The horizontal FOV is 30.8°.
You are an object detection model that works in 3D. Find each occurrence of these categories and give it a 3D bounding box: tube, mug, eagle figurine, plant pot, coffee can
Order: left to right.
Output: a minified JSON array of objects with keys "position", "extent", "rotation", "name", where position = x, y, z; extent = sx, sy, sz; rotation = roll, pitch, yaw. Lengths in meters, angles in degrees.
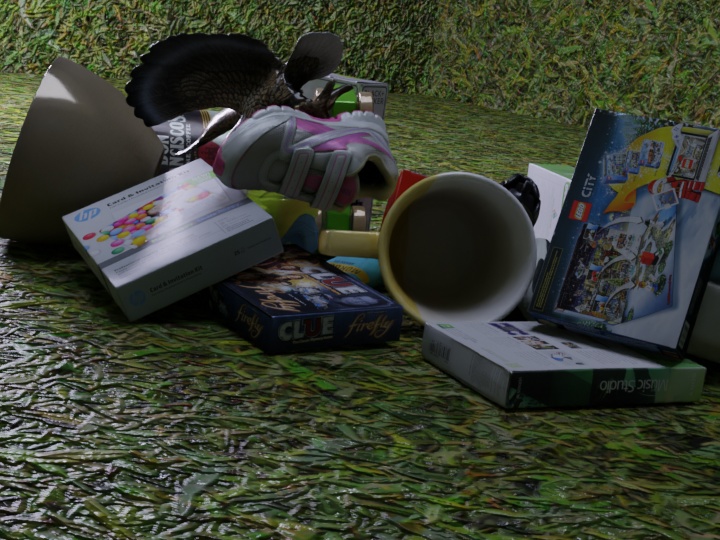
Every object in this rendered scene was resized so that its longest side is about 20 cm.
[{"position":[-0.285,-0.108,1.382],"extent":[0.134,0.201,0.200],"rotation":[19,11,-6],"name":"plant pot"},{"position":[-0.182,-0.119,1.554],"extent":[0.199,0.147,0.146],"rotation":[3,13,-17],"name":"coffee can"},{"position":[-0.118,-0.169,1.328],"extent":[0.200,0.152,0.151],"rotation":[14,26,28],"name":"eagle figurine"},{"position":[0.000,0.000,1.370],"extent":[0.077,0.051,0.200],"rotation":[3,15,31],"name":"tube"},{"position":[0.069,-0.031,1.280],"extent":[0.186,0.150,0.153],"rotation":[36,0,-6],"name":"mug"}]

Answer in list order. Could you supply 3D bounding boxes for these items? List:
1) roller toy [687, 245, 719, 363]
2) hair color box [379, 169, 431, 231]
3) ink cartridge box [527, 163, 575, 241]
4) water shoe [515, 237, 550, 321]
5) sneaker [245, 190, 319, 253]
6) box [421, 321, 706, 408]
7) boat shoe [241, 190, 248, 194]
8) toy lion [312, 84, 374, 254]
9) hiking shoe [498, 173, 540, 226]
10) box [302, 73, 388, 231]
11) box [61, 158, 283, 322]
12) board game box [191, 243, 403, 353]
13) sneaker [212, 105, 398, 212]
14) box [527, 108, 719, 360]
[{"position":[0.307,-0.001,1.237],"extent":[0.182,0.140,0.200],"rotation":[24,6,33],"name":"roller toy"},{"position":[0.081,-0.065,1.517],"extent":[0.101,0.061,0.200],"rotation":[15,-5,-2],"name":"hair color box"},{"position":[0.278,-0.073,1.708],"extent":[0.059,0.104,0.200],"rotation":[3,13,-16],"name":"ink cartridge box"},{"position":[0.163,0.022,1.346],"extent":[0.079,0.072,0.200],"rotation":[-19,8,15],"name":"water shoe"},{"position":[-0.128,-0.017,1.326],"extent":[0.200,0.105,0.076],"rotation":[-22,33,-1],"name":"sneaker"},{"position":[0.172,0.078,1.121],"extent":[0.199,0.036,0.144],"rotation":[0,14,-26],"name":"box"},{"position":[-0.173,-0.049,1.407],"extent":[0.200,0.074,0.066],"rotation":[-29,73,-43],"name":"boat shoe"},{"position":[-0.032,-0.113,1.483],"extent":[0.068,0.201,0.192],"rotation":[2,14,-7],"name":"toy lion"},{"position":[0.178,-0.060,1.528],"extent":[0.076,0.101,0.200],"rotation":[31,2,-1],"name":"hiking shoe"},{"position":[-0.037,-0.143,1.621],"extent":[0.116,0.201,0.060],"rotation":[15,14,36],"name":"box"},{"position":[-0.181,-0.035,1.231],"extent":[0.156,0.041,0.200],"rotation":[-25,28,-16],"name":"box"},{"position":[-0.071,0.022,1.204],"extent":[0.135,0.035,0.200],"rotation":[-4,19,-33],"name":"board game box"},{"position":[-0.042,-0.101,1.239],"extent":[0.200,0.081,0.088],"rotation":[-9,47,-31],"name":"sneaker"},{"position":[0.243,-0.035,1.141],"extent":[0.136,0.200,0.038],"rotation":[14,-12,30],"name":"box"}]
